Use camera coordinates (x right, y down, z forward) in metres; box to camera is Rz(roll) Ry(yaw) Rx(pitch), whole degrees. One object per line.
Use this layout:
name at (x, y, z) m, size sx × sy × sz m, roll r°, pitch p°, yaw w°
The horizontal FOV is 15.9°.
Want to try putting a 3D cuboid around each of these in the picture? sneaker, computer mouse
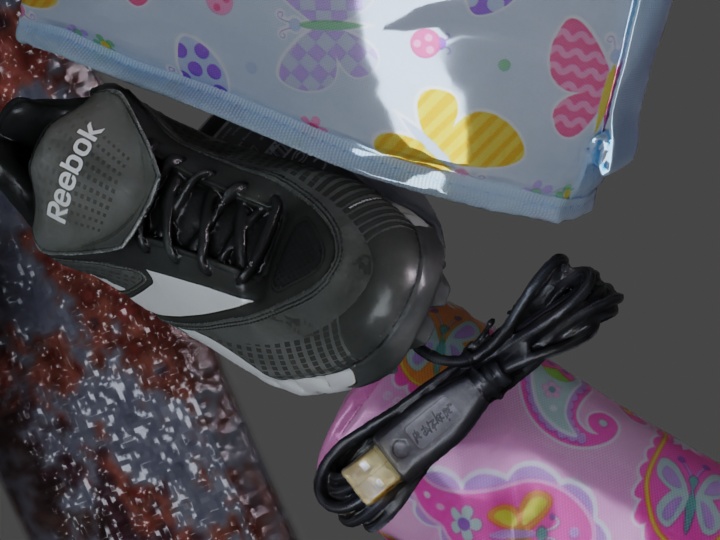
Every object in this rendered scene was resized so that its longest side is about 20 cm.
sneaker at (-0.056, -0.014, 0.793) m, size 0.200 × 0.090 × 0.067 m, roll 22°, pitch 87°, yaw 53°
computer mouse at (0.000, 0.000, 0.840) m, size 0.110 × 0.200 × 0.044 m, roll -47°, pitch 129°, yaw 6°

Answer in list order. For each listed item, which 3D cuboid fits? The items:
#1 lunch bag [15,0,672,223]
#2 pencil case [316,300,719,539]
lunch bag at (0.012, -0.122, 0.803) m, size 0.200 × 0.127 × 0.170 m, roll 22°, pitch 111°, yaw 26°
pencil case at (0.080, 0.090, 0.859) m, size 0.200 × 0.087 × 0.088 m, roll 31°, pitch 113°, yaw 11°
